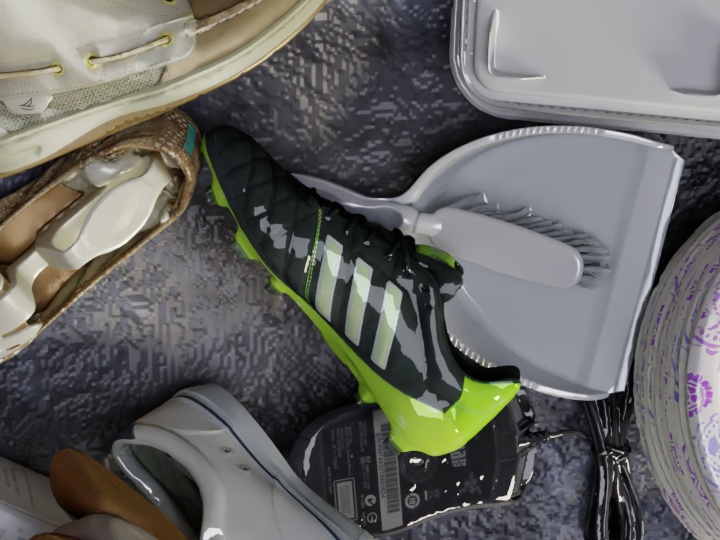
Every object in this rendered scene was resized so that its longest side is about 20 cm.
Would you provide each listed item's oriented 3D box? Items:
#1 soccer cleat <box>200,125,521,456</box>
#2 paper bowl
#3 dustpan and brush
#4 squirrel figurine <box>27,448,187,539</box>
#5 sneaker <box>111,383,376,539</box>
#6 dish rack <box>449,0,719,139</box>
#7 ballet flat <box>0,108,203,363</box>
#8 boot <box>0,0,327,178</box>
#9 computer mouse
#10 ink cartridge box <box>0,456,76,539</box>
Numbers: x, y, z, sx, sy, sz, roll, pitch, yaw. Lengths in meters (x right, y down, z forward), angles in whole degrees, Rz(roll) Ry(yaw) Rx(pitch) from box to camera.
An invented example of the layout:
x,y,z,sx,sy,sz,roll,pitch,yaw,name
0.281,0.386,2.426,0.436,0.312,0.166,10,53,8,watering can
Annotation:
x,y,z,sx,sy,sz,roll,pitch,yaw,name
0.000,0.000,1.330,0.081,0.068,0.200,-36,99,11,soccer cleat
0.230,0.058,1.384,0.200,0.104,0.201,0,90,-25,paper bowl
0.047,-0.020,1.362,0.200,0.057,0.140,17,106,14,dustpan and brush
-0.134,0.215,1.267,0.200,0.142,0.187,38,101,-17,squirrel figurine
-0.048,0.142,1.332,0.071,0.200,0.073,-26,147,-35,sneaker
0.126,-0.163,1.313,0.171,0.044,0.200,7,105,14,dish rack
-0.158,-0.007,1.321,0.200,0.065,0.071,-44,111,3,ballet flat
-0.127,-0.148,1.285,0.200,0.072,0.155,-25,108,-1,boot
0.055,0.117,1.416,0.200,0.046,0.141,-15,105,-19,computer mouse
-0.160,0.189,1.367,0.200,0.086,0.148,26,98,-19,ink cartridge box
